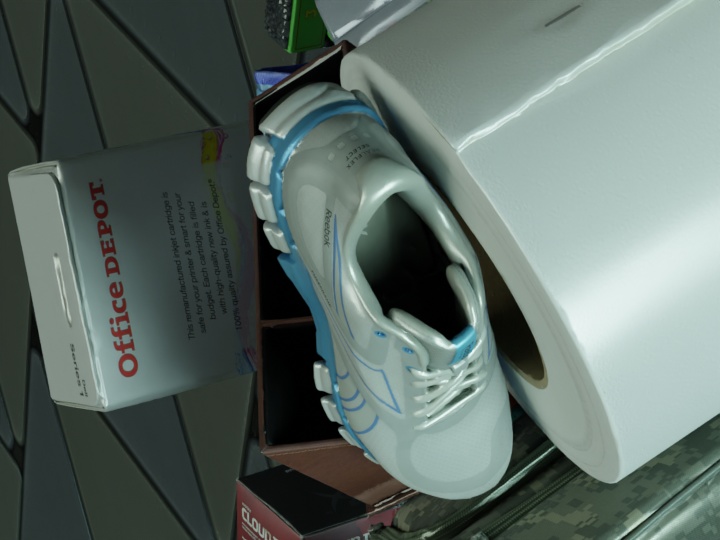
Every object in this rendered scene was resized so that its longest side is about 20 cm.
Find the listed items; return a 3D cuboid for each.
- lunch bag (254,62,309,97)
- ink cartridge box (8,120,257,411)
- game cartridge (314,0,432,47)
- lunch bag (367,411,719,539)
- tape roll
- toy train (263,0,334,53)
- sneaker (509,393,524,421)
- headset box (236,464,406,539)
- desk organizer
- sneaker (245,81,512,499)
[{"bbox_3d":[0.041,-0.030,1.073,0.199,0.094,0.152,13,110,42],"label":"lunch bag"},{"bbox_3d":[-0.097,-0.010,1.178,0.084,0.199,0.146,-1,101,58],"label":"ink cartridge box"},{"bbox_3d":[0.066,-0.097,0.978,0.133,0.041,0.201,-32,74,23],"label":"game cartridge"},{"bbox_3d":[0.112,0.121,0.882,0.140,0.200,0.168,60,168,-27],"label":"lunch bag"},{"bbox_3d":[0.101,-0.035,0.789,0.203,0.139,0.203,56,173,11],"label":"tape roll"},{"bbox_3d":[-0.022,-0.215,1.111,0.042,0.056,0.201,43,137,42],"label":"toy train"},{"bbox_3d":[0.082,0.106,1.047,0.200,0.080,0.072,37,132,47],"label":"sneaker"},{"bbox_3d":[0.008,0.183,1.136,0.075,0.148,0.201,33,130,49],"label":"headset box"},{"bbox_3d":[0.000,0.000,0.904,0.072,0.077,0.201,-29,49,32],"label":"desk organizer"},{"bbox_3d":[0.021,0.026,0.762,0.087,0.075,0.201,39,160,51],"label":"sneaker"}]
